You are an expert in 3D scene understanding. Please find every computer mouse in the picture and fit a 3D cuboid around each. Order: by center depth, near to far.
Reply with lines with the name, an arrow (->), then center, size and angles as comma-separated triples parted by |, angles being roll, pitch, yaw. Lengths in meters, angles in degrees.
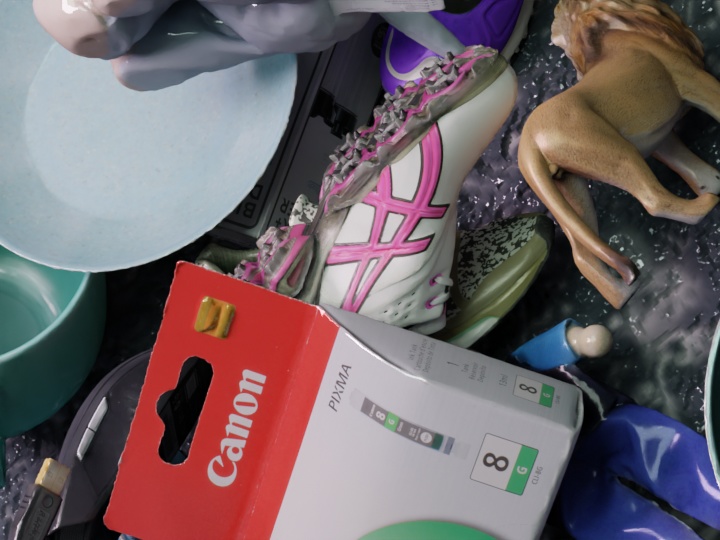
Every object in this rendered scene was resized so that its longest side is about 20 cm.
computer mouse -> -0.142, 0.101, 1.303 | 0.046, 0.141, 0.201 | 26, 73, 14

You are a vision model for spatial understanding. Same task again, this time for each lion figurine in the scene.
lion figurine -> 0.120, -0.070, 1.250 | 0.122, 0.200, 0.073 | 43, 122, 2

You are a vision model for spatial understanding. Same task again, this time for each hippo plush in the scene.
hippo plush -> -0.062, -0.191, 1.278 | 0.199, 0.159, 0.162 | -6, 73, 10

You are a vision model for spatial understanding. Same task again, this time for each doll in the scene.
doll -> 0.104, 0.094, 1.268 | 0.200, 0.048, 0.137 | 31, 109, 34

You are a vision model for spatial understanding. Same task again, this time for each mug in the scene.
mug -> -0.218, 0.028, 1.410 | 0.151, 0.115, 0.186 | 23, 60, 11

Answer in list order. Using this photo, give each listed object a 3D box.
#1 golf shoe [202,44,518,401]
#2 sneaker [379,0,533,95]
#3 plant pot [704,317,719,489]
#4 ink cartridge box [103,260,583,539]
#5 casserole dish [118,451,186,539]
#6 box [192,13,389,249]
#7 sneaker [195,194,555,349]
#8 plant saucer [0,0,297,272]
golf shoe -> 0.015, -0.018, 1.263 | 0.092, 0.073, 0.200 | 38, 104, -12
sneaker -> 0.061, -0.177, 1.343 | 0.069, 0.099, 0.201 | 39, 96, 34
plant pot -> 0.264, 0.064, 1.135 | 0.199, 0.134, 0.202 | -9, 71, 27
ink cartridge box -> -0.013, 0.100, 1.243 | 0.199, 0.050, 0.162 | 17, 117, -2
casserole dish -> -0.116, 0.174, 1.378 | 0.121, 0.039, 0.200 | -41, 61, 14
box -> -0.047, -0.114, 1.411 | 0.116, 0.060, 0.201 | 19, 86, 33
sneaker -> 0.000, 0.000, 1.319 | 0.199, 0.089, 0.077 | -18, 33, 24
plant saucer -> -0.121, -0.090, 1.375 | 0.200, 0.039, 0.202 | -6, 71, 16
